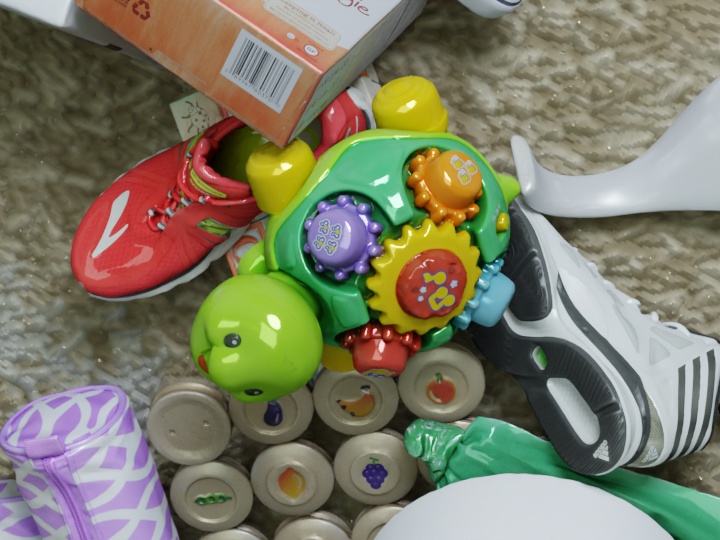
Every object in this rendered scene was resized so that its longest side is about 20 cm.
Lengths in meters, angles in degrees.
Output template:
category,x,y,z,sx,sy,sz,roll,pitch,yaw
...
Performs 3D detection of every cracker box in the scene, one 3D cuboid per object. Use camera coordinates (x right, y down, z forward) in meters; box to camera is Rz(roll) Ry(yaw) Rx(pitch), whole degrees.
category,x,y,z,sx,sy,sz,roll,pitch,yaw
cracker box,-0.044,-0.162,0.948,0.134,0.200,0.058,34,127,3

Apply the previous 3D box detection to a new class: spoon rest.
category,x,y,z,sx,sy,sz,roll,pitch,yaw
spoon rest,0.188,-0.070,0.993,0.200,0.061,0.100,-12,60,7

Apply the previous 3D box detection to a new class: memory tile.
category,x,y,z,sx,sy,sz,roll,pitch,yaw
memory tile,-0.015,0.119,1.020,0.200,0.017,0.154,-9,114,8

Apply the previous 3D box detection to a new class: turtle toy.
category,x,y,z,sx,sy,sz,roll,pitch,yaw
turtle toy,0.000,0.000,0.917,0.200,0.101,0.146,-27,122,-10

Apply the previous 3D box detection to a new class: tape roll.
category,x,y,z,sx,sy,sz,roll,pitch,yaw
tape roll,0.090,0.213,0.963,0.202,0.071,0.203,3,121,6

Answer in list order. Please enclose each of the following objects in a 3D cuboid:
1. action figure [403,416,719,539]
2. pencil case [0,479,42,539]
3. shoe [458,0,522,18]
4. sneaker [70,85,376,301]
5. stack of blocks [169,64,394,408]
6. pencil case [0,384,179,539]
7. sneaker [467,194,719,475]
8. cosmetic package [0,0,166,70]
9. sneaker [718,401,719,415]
category,x,y,z,sx,sy,sz,roll,pitch,yaw
action figure,0.115,0.134,0.985,0.200,0.055,0.118,27,112,-6
pencil case,-0.224,0.223,1.062,0.084,0.085,0.200,-4,90,14
shoe,0.058,-0.239,0.943,0.091,0.071,0.200,-22,105,34
sneaker,-0.087,-0.051,0.979,0.200,0.085,0.077,-32,82,11
stack of blocks,-0.021,-0.027,1.038,0.115,0.059,0.200,-21,86,12
pencil case,-0.147,0.167,1.022,0.084,0.086,0.200,-11,110,18
sneaker,0.135,0.033,1.005,0.076,0.115,0.201,-56,46,36
cosmetic package,-0.174,-0.228,1.001,0.165,0.200,0.165,23,95,12
sneaker,0.288,0.115,0.974,0.200,0.075,0.079,47,113,15
